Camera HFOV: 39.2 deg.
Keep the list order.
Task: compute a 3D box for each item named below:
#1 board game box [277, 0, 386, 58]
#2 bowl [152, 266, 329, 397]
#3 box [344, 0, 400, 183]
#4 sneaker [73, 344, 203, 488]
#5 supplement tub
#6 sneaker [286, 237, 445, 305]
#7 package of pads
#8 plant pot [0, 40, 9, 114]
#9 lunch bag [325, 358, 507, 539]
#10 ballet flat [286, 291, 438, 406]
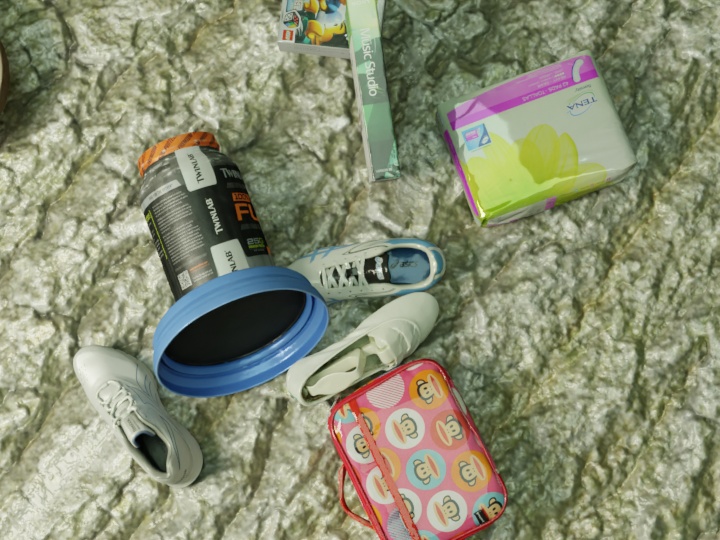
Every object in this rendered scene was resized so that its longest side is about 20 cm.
[{"bbox_3d":[-0.027,-0.362,1.236,0.125,0.035,0.203,6,82,3],"label":"board game box"},{"bbox_3d":[-0.132,0.067,1.102,0.199,0.201,0.040,-26,61,-1],"label":"bowl"},{"bbox_3d":[0.013,-0.201,1.137,0.036,0.144,0.203,-10,95,0],"label":"box"},{"bbox_3d":[-0.255,0.160,1.146,0.074,0.087,0.200,-44,81,-2],"label":"sneaker"},{"bbox_3d":[-0.177,-0.047,1.154,0.121,0.123,0.202,-22,82,-1],"label":"supplement tub"},{"bbox_3d":[0.000,0.000,1.165,0.197,0.072,0.073,-10,83,3],"label":"sneaker"},{"bbox_3d":[0.205,-0.148,1.177,0.198,0.068,0.156,-21,81,0],"label":"package of pads"},{"bbox_3d":[-0.506,-0.217,1.210,0.198,0.093,0.204,0,82,4],"label":"plant pot"},{"bbox_3d":[0.053,0.215,1.130,0.175,0.082,0.202,-28,80,2],"label":"lunch bag"},{"bbox_3d":[0.007,0.097,1.145,0.199,0.069,0.070,-30,81,3],"label":"ballet flat"}]
